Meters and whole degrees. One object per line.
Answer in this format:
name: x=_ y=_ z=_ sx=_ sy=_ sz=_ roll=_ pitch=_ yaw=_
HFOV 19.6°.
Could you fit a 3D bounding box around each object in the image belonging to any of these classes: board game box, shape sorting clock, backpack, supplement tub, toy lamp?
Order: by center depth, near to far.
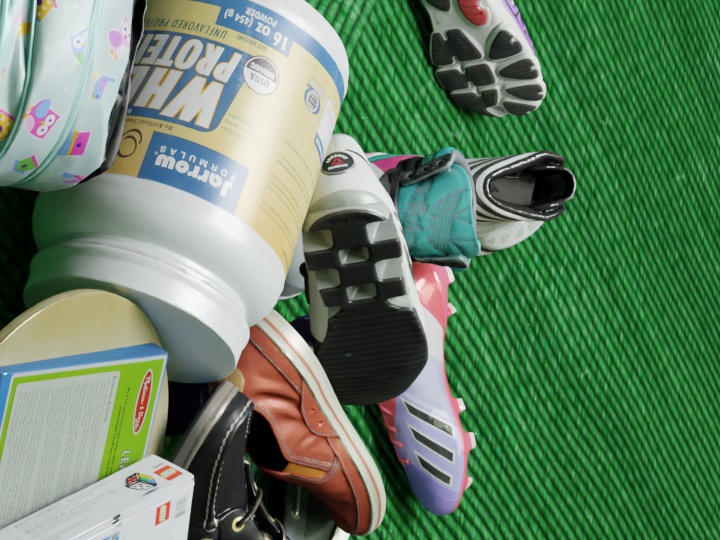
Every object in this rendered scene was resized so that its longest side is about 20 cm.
backpack: x=-0.180 y=-0.140 z=1.040 sx=0.126 sy=0.166 sz=0.201 roll=6 pitch=89 yaw=-38
shape sorting clock: x=-0.163 y=0.105 z=1.059 sx=0.200 sy=0.039 sz=0.201 roll=-33 pitch=133 yaw=-44
board game box: x=-0.147 y=0.206 z=1.074 sx=0.126 sy=0.035 sz=0.201 roll=-23 pitch=130 yaw=-50
supplement tub: x=-0.097 y=-0.054 z=1.163 sx=0.145 sy=0.144 sz=0.201 roll=47 pitch=52 yaw=-48
toy lamp: x=-0.060 y=0.062 z=1.311 sx=0.200 sy=0.058 sz=0.059 roll=-11 pitch=100 yaw=-59

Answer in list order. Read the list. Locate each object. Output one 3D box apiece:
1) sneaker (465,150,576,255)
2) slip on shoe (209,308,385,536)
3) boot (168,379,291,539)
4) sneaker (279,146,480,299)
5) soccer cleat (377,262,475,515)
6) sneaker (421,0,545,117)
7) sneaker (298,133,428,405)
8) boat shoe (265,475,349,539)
sneaker: x=0.118 y=-0.048 z=1.540 sx=0.200 sy=0.115 sz=0.076 roll=0 pitch=91 yaw=-59
slip on shoe: x=-0.039 y=0.100 z=1.253 sx=0.061 sy=0.074 sz=0.200 roll=-41 pitch=139 yaw=-12
boot: x=-0.045 y=0.164 z=1.186 sx=0.073 sy=0.150 sz=0.201 roll=-52 pitch=163 yaw=-52
sneaker: x=0.016 y=-0.029 z=1.371 sx=0.200 sy=0.120 sz=0.084 roll=-34 pitch=118 yaw=-52
soccer cleat: x=0.032 y=0.083 z=1.469 sx=0.076 sy=0.067 sz=0.201 roll=-15 pitch=112 yaw=-25
sneaker: x=0.089 y=-0.200 z=1.529 sx=0.201 sy=0.080 sz=0.084 roll=65 pitch=34 yaw=-34
sneaker: x=0.000 y=0.000 z=1.273 sx=0.201 sy=0.074 sz=0.089 roll=88 pitch=-4 yaw=-48
boat shoe: x=-0.063 y=0.201 z=1.320 sx=0.062 sy=0.073 sz=0.201 roll=35 pitch=60 yaw=-17
